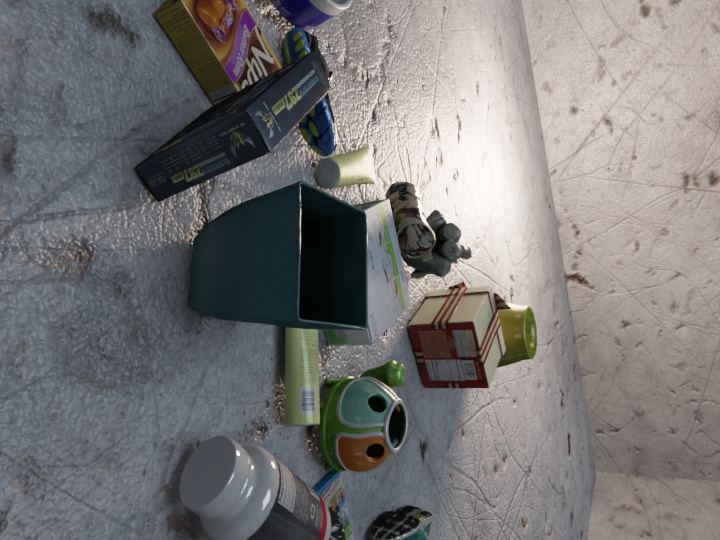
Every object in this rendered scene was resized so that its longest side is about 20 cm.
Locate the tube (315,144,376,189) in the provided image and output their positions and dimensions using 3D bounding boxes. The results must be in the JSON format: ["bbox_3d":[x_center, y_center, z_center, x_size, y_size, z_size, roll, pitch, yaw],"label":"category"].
[{"bbox_3d":[-0.015,-0.188,1.008,0.059,0.051,0.199,-60,166,25],"label":"tube"}]

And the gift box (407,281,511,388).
[{"bbox_3d":[0.236,0.149,1.235,0.187,0.194,0.191,-45,127,-54],"label":"gift box"}]

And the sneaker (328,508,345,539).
[{"bbox_3d":[-0.083,0.429,0.751,0.076,0.091,0.204,27,61,-4],"label":"sneaker"}]

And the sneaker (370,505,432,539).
[{"bbox_3d":[0.083,0.498,1.027,0.198,0.075,0.083,26,72,-55],"label":"sneaker"}]

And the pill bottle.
[{"bbox_3d":[-0.125,0.286,0.669,0.202,0.108,0.113,55,41,-38],"label":"pill bottle"}]

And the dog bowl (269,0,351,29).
[{"bbox_3d":[-0.094,-0.499,0.873,0.199,0.077,0.207,32,50,-49],"label":"dog bowl"}]

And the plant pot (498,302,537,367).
[{"bbox_3d":[0.349,0.164,1.422,0.198,0.187,0.209,15,72,-56],"label":"plant pot"}]

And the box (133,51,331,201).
[{"bbox_3d":[-0.145,-0.163,0.631,0.052,0.195,0.159,57,39,-25],"label":"box"}]

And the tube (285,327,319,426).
[{"bbox_3d":[-0.087,0.123,0.818,0.058,0.050,0.208,125,-35,-73],"label":"tube"}]

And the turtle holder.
[{"bbox_3d":[0.014,0.241,0.895,0.184,0.128,0.147,-16,98,-58],"label":"turtle holder"}]

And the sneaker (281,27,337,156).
[{"bbox_3d":[-0.069,-0.294,0.909,0.082,0.069,0.207,-23,102,-51],"label":"sneaker"}]

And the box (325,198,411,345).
[{"bbox_3d":[0.000,0.000,0.949,0.176,0.094,0.207,-34,114,-56],"label":"box"}]

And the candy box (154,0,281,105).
[{"bbox_3d":[-0.173,-0.288,0.748,0.202,0.055,0.119,59,38,-38],"label":"candy box"}]

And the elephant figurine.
[{"bbox_3d":[0.158,-0.039,1.209,0.144,0.153,0.200,-55,170,-2],"label":"elephant figurine"}]

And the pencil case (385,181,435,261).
[{"bbox_3d":[0.095,-0.101,1.078,0.202,0.075,0.091,-96,166,-57],"label":"pencil case"}]

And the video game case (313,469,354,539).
[{"bbox_3d":[-0.054,0.441,0.854,0.142,0.017,0.208,-23,105,-58],"label":"video game case"}]

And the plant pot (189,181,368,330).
[{"bbox_3d":[-0.107,-0.001,0.668,0.140,0.194,0.147,15,71,-56],"label":"plant pot"}]
